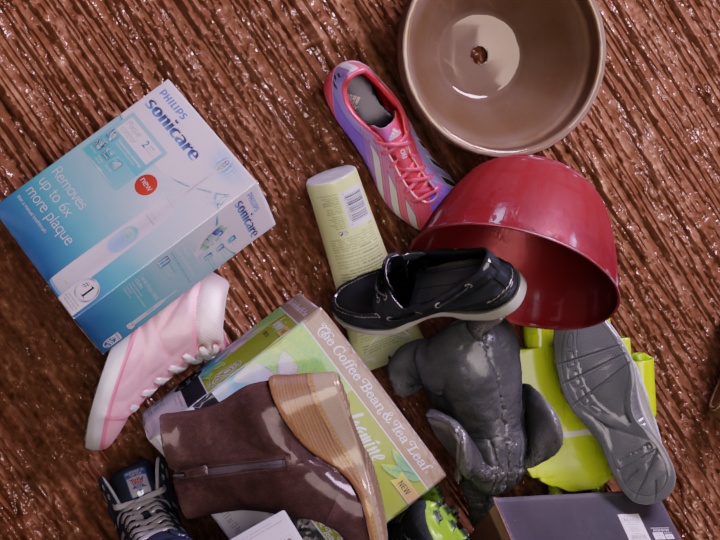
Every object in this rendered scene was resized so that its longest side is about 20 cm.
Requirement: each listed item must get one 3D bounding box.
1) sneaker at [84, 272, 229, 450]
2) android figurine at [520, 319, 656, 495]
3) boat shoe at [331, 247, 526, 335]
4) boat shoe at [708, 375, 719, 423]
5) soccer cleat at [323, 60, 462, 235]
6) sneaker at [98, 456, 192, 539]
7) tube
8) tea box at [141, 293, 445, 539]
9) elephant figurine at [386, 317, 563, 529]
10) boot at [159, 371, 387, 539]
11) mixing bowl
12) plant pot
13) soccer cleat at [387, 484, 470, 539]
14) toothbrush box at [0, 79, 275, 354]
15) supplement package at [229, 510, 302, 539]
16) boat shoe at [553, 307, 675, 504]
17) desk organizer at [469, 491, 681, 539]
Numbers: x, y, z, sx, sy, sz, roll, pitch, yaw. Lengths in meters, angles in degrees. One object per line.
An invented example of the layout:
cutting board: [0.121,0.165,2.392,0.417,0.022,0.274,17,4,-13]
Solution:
sneaker: [-0.182,0.084,1.481,0.104,0.075,0.201,21,85,-8]
android figurine: [0.211,0.134,1.590,0.182,0.041,0.201,-7,95,-12]
boat shoe: [0.048,0.012,1.439,0.066,0.199,0.075,48,53,-42]
boat shoe: [0.396,0.061,1.617,0.068,0.072,0.200,33,77,-9]
soccer cleat: [0.035,-0.112,1.515,0.067,0.076,0.200,-37,100,-8]
sneaker: [-0.188,0.228,1.431,0.070,0.200,0.109,-18,90,-13]
tube: [0.000,0.000,1.533,0.058,0.052,0.200,-9,109,32]
tea box: [-0.064,0.161,1.481,0.197,0.134,0.200,-39,101,-6]
elephant figurine: [0.122,0.147,1.496,0.141,0.155,0.200,-23,80,20]
boot: [-0.072,0.191,1.394,0.166,0.072,0.200,-17,102,5]
mixing bowl: [0.153,-0.038,1.480,0.200,0.200,0.109,23,66,-13]
plant pot: [0.125,-0.209,1.521,0.200,0.093,0.201,-1,95,-12]
soccer cleat: [0.055,0.249,1.484,0.081,0.200,0.068,-36,89,0]
toothbrush box: [-0.201,-0.049,1.431,0.200,0.085,0.146,-36,64,-8]
supplement package: [-0.087,0.331,1.360,0.156,0.111,0.200,-28,138,-10]
boat shoe: [0.246,0.129,1.553,0.074,0.065,0.202,-28,92,9]
desk organizer: [0.205,0.266,1.540,0.200,0.072,0.077,2,138,-31]
